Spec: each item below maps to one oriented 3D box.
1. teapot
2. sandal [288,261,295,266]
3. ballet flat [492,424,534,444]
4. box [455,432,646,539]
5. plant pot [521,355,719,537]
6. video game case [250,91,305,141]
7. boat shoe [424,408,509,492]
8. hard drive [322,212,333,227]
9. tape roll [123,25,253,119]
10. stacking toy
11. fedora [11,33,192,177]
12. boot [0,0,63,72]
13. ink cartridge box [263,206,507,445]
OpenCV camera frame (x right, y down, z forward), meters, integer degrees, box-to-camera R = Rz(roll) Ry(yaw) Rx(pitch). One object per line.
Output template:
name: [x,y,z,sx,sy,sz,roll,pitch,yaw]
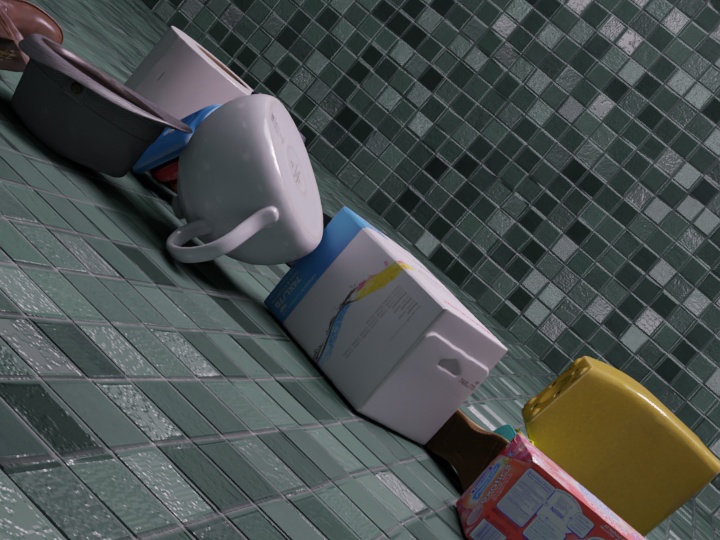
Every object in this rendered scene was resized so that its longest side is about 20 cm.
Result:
teapot: [-0.135,-0.085,1.367,0.200,0.146,0.198,44,30,-70]
sandal: [-0.043,0.007,1.822,0.200,0.043,0.076,38,7,-24]
ballet flat: [0.193,0.239,1.577,0.067,0.067,0.200,59,5,-1]
box: [0.202,0.266,1.245,0.200,0.103,0.095,39,7,-7]
plant pot: [0.319,0.225,1.664,0.200,0.195,0.194,49,6,-1]
video game case: [-0.147,-0.173,1.958,0.019,0.143,0.200,16,-9,22]
boat shoe: [0.138,0.210,1.379,0.063,0.073,0.200,39,4,-38]
hard drive: [0.000,0.000,1.891,0.200,0.042,0.135,36,-21,34]
tape roll: [-0.257,-0.262,1.973,0.203,0.139,0.203,41,6,-5]
stacking toy: [-0.173,-0.093,1.561,0.200,0.110,0.116,58,33,-19]
fedora: [-0.285,-0.162,1.337,0.200,0.090,0.177,32,6,-11]
boot: [-0.405,-0.270,1.488,0.186,0.064,0.200,18,16,-39]
ink cartridge box: [0.027,0.062,1.404,0.147,0.146,0.200,34,9,-50]
